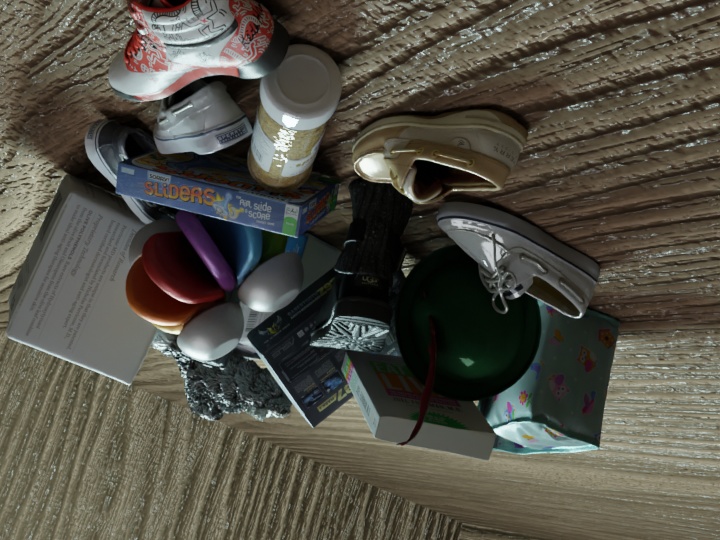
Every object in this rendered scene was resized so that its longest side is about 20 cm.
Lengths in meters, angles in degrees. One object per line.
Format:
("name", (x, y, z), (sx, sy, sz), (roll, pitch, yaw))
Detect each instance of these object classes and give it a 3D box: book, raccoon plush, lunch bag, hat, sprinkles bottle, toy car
("book", (0.059, 0.150, 1.212), (0.133, 0.048, 0.200), (12, -167, -15))
("raccoon plush", (-0.171, 0.141, 1.399), (0.133, 0.097, 0.200), (-2, 157, 31))
("lunch bag", (0.217, 0.138, 1.339), (0.121, 0.172, 0.200), (22, 160, -18))
("hat", (0.112, 0.064, 1.114), (0.164, 0.202, 0.176), (-8, 175, 6))
("sprinkles bottle", (-0.064, -0.133, 0.973), (0.068, 0.069, 0.200), (20, 163, -5))
("toy car", (-0.175, -0.013, 1.196), (0.175, 0.200, 0.150), (53, -177, 19))

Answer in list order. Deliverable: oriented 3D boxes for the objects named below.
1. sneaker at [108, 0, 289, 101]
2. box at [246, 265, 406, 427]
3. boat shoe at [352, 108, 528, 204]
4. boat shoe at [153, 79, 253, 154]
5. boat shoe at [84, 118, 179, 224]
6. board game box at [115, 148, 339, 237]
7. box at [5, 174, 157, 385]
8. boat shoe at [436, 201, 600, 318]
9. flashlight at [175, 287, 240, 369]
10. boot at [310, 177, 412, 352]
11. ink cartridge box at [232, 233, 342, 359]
("sneaker", (-0.163, -0.200, 0.875), (0.200, 0.068, 0.108), (0, 154, 38))
("box", (-0.021, 0.077, 1.306), (0.051, 0.200, 0.158), (44, 168, 47))
("boat shoe", (0.058, -0.095, 0.958), (0.074, 0.070, 0.199), (30, 159, -34))
("boat shoe", (-0.158, -0.153, 1.023), (0.200, 0.073, 0.066), (10, 126, 61))
("boat shoe", (-0.237, -0.106, 1.242), (0.067, 0.072, 0.200), (10, 154, 29))
("board game box", (-0.135, -0.087, 1.118), (0.198, 0.035, 0.135), (14, -161, 11))
("box", (-0.341, 0.006, 1.383), (0.170, 0.201, 0.199), (24, -177, -20))
("boat shoe", (0.160, 0.001, 1.122), (0.201, 0.087, 0.074), (26, 161, -24))
("flashlight", (-0.163, 0.017, 1.306), (0.067, 0.201, 0.068), (12, 163, 18))
("boot", (0.003, 0.000, 1.162), (0.079, 0.159, 0.211), (10, 162, -11))
("ink cartridge box", (-0.117, 0.039, 1.421), (0.086, 0.147, 0.199), (26, 162, -32))
